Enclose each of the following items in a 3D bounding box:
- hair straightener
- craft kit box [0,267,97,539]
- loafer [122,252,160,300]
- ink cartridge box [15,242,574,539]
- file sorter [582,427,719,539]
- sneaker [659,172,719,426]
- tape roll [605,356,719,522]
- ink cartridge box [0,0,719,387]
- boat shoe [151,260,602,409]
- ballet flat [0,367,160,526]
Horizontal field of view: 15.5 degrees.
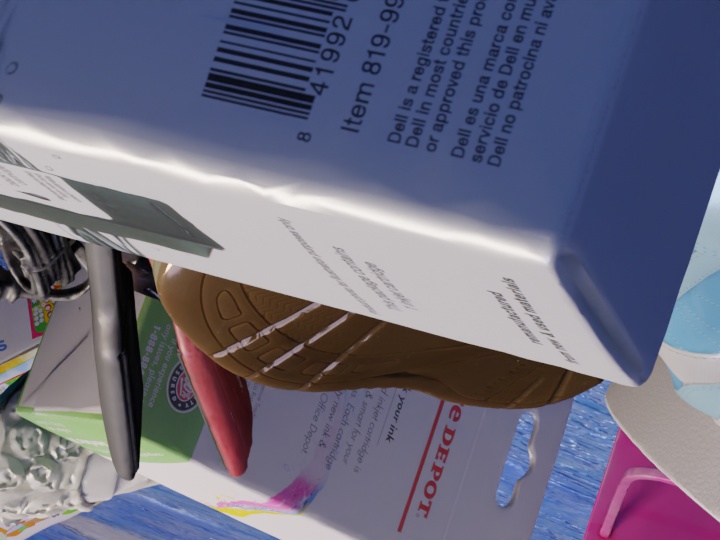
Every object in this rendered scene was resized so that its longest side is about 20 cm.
[{"bbox_3d":[-0.083,0.006,0.759,0.077,0.041,0.200,-4,152,6],"label":"hair straightener"},{"bbox_3d":[-0.155,0.066,1.182,0.049,0.197,0.200,61,-179,23],"label":"craft kit box"},{"bbox_3d":[0.000,0.000,0.862,0.063,0.072,0.200,-31,147,31],"label":"loafer"},{"bbox_3d":[-0.017,0.041,0.996,0.200,0.117,0.067,30,161,-33],"label":"ink cartridge box"},{"bbox_3d":[0.146,0.155,1.050,0.139,0.200,0.125,18,163,6],"label":"file sorter"},{"bbox_3d":[0.071,-0.022,0.735,0.131,0.080,0.200,15,156,10],"label":"sneaker"},{"bbox_3d":[0.174,0.082,0.888,0.203,0.037,0.203,32,-169,-7],"label":"tape roll"},{"bbox_3d":[-0.023,-0.076,0.516,0.200,0.147,0.083,15,166,21],"label":"ink cartridge box"},{"bbox_3d":[0.009,-0.004,0.768,0.073,0.063,0.200,-30,153,27],"label":"boat shoe"},{"bbox_3d":[-0.078,0.047,1.035,0.072,0.072,0.200,13,-153,24],"label":"ballet flat"}]
